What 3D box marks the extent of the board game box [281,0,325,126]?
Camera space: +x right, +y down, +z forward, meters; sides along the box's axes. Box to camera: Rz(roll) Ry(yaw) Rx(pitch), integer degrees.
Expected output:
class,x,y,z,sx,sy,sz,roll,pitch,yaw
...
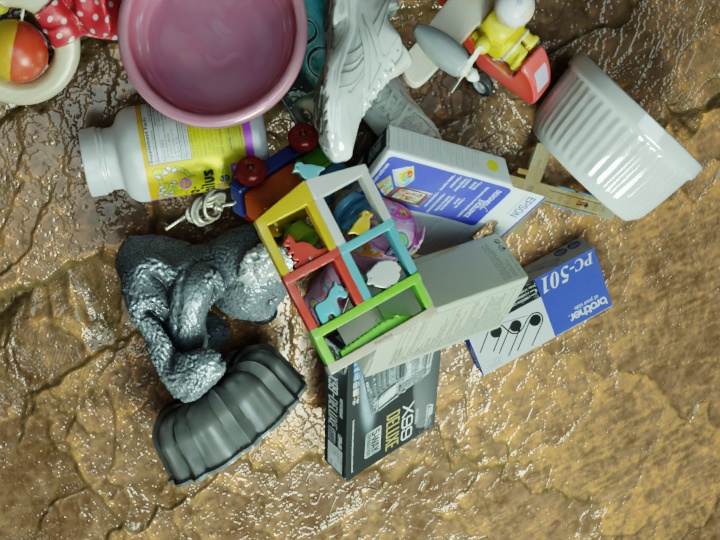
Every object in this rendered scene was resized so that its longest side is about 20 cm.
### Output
class,x,y,z,sx,sy,sz,roll,pitch,yaw
board game box,-0.062,-0.270,1.048,0.134,0.028,0.202,-32,92,0

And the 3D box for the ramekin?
class,x,y,z,sx,sy,sz,roll,pitch,yaw
ramekin,0.294,-0.152,1.131,0.199,0.201,0.105,36,108,-22

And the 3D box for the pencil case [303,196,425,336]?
class,x,y,z,sx,sy,sz,roll,pitch,yaw
pencil case,0.000,0.000,1.116,0.086,0.089,0.201,15,141,-18

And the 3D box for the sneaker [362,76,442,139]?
class,x,y,z,sx,sy,sz,roll,pitch,yaw
sneaker,0.042,-0.186,1.102,0.075,0.099,0.200,-45,115,-8

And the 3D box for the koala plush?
class,x,y,z,sx,sy,sz,roll,pitch,yaw
koala plush,-0.157,0.011,1.090,0.197,0.178,0.186,-27,103,1

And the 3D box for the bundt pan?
class,x,y,z,sx,sy,sz,roll,pitch,yaw
bundt pan,-0.163,0.159,1.128,0.200,0.202,0.076,-35,102,0

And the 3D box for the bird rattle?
class,x,y,z,sx,sy,sz,roll,pitch,yaw
bird rattle,-0.350,-0.256,1.004,0.197,0.113,0.165,5,120,-29

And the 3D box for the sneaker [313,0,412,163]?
class,x,y,z,sx,sy,sz,roll,pitch,yaw
sneaker,0.005,-0.207,0.991,0.097,0.078,0.204,9,81,-11

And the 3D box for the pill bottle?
class,x,y,z,sx,sy,sz,roll,pitch,yaw
pill bottle,-0.204,-0.135,1.058,0.196,0.104,0.106,-11,111,-10

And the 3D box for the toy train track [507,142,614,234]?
class,x,y,z,sx,sy,sz,roll,pitch,yaw
toy train track,0.242,-0.099,1.223,0.197,0.033,0.117,11,106,-25

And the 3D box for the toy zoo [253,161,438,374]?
class,x,y,z,sx,sy,sz,roll,pitch,yaw
toy zoo,-0.021,-0.016,0.968,0.130,0.020,0.203,-28,91,-13

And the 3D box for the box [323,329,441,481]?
class,x,y,z,sx,sy,sz,roll,pitch,yaw
box,0.028,0.140,1.183,0.156,0.050,0.203,-24,132,-33

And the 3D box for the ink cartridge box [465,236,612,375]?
class,x,y,z,sx,sy,sz,roll,pitch,yaw
ink cartridge box,0.225,0.047,1.261,0.197,0.044,0.095,-27,115,-4

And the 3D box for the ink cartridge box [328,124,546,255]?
class,x,y,z,sx,sy,sz,roll,pitch,yaw
ink cartridge box,0.081,-0.080,1.115,0.196,0.198,0.048,12,62,-20

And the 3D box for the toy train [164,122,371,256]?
class,x,y,z,sx,sy,sz,roll,pitch,yaw
toy train,-0.092,-0.056,1.007,0.199,0.116,0.085,-35,156,-20

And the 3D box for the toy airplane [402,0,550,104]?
class,x,y,z,sx,sy,sz,roll,pitch,yaw
toy airplane,0.138,-0.296,1.065,0.195,0.141,0.205,2,91,-25

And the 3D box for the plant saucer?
class,x,y,z,sx,sy,sz,roll,pitch,yaw
plant saucer,-0.152,-0.246,1.001,0.196,0.051,0.205,0,85,-1

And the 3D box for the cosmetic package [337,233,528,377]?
class,x,y,z,sx,sy,sz,roll,pitch,yaw
cosmetic package,0.081,0.037,1.082,0.197,0.072,0.106,-16,148,-30
